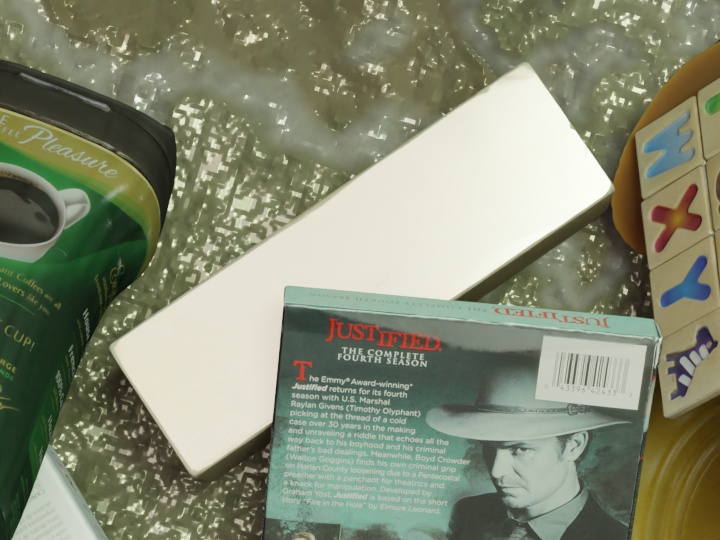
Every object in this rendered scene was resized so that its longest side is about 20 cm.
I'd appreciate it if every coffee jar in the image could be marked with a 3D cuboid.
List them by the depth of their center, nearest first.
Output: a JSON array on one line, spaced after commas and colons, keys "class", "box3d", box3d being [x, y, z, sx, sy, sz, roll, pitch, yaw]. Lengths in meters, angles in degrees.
[{"class": "coffee jar", "box3d": [-0.147, 0.012, 0.988, 0.104, 0.085, 0.201, 21, 56, 5]}]

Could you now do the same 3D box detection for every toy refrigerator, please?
[{"class": "toy refrigerator", "box3d": [0.000, 0.000, 1.023, 0.200, 0.076, 0.070, -35, 84, 0]}]

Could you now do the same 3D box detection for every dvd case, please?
[{"class": "dvd case", "box3d": [0.032, 0.107, 0.990, 0.145, 0.022, 0.201, 5, 113, -2]}]

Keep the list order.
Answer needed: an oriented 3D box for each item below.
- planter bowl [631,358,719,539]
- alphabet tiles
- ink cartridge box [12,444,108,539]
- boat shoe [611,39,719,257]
[{"class": "planter bowl", "box3d": [0.173, 0.129, 0.977, 0.083, 0.200, 0.202, -7, 83, -34]}, {"class": "alphabet tiles", "box3d": [0.169, -0.008, 0.919, 0.167, 0.008, 0.201, -32, 45, 37]}, {"class": "ink cartridge box", "box3d": [-0.148, 0.188, 1.012, 0.162, 0.057, 0.201, -32, 79, -2]}, {"class": "boat shoe", "box3d": [0.183, -0.082, 1.023, 0.070, 0.070, 0.200, 48, 109, 21]}]
